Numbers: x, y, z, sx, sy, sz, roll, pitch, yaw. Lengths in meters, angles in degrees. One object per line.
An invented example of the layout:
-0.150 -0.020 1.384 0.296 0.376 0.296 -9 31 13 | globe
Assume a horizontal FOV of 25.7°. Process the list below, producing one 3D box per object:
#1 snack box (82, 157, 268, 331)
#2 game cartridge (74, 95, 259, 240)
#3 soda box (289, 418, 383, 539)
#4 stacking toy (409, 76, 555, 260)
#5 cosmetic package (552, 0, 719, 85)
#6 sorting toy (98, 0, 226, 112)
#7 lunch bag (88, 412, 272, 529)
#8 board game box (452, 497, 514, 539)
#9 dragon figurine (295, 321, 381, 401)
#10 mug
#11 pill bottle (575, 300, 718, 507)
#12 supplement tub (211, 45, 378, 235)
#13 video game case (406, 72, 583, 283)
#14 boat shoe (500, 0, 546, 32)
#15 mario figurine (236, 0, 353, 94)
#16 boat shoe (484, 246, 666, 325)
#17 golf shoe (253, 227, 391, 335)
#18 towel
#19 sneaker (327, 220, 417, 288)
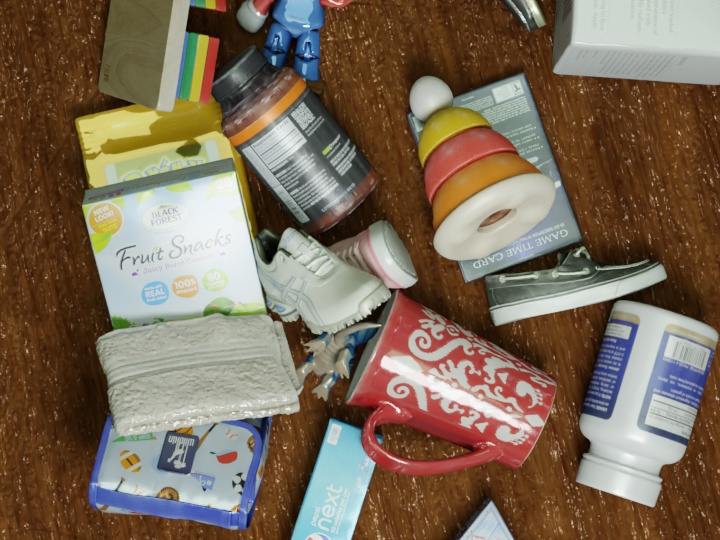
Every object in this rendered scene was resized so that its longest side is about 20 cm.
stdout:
-0.195 -0.003 1.698 0.167 0.068 0.202 -13 108 -3 | snack box
-0.212 -0.090 1.757 0.174 0.032 0.202 -13 88 -2 | game cartridge
-0.034 0.265 1.715 0.064 0.068 0.202 19 86 1 | soda box
0.110 -0.126 1.719 0.145 0.146 0.201 -26 67 -3 | stacking toy
0.319 -0.301 1.713 0.198 0.165 0.167 5 86 0 | cosmetic package
-0.204 -0.276 1.689 0.069 0.200 0.201 6 99 -28 | sorting toy
-0.182 0.197 1.641 0.168 0.200 0.125 9 110 2 | lunch bag
0.142 0.361 1.714 0.199 0.062 0.201 26 87 1 | board game box
-0.020 0.070 1.666 0.059 0.200 0.100 32 52 1 | dragon figurine
0.091 0.142 1.700 0.198 0.133 0.179 24 85 -3 | mug
0.302 0.144 1.703 0.119 0.120 0.202 18 86 1 | pill bottle
-0.077 -0.143 1.703 0.107 0.107 0.200 -40 104 -3 | supplement tub
0.150 -0.104 1.770 0.142 0.019 0.202 -19 87 -2 | video game case
0.130 -0.341 1.766 0.066 0.072 0.202 -36 86 6 | boat shoe
-0.060 -0.301 1.766 0.123 0.106 0.202 9 97 -36 | mario figurine
0.236 0.008 1.737 0.198 0.071 0.064 -13 87 0 | boat shoe
-0.051 0.005 1.610 0.078 0.199 0.098 -39 115 -27 | golf shoe
-0.165 0.104 1.625 0.198 0.035 0.133 -8 43 -14 | towel
0.000 0.000 1.674 0.104 0.200 0.076 -30 94 3 | sneaker
